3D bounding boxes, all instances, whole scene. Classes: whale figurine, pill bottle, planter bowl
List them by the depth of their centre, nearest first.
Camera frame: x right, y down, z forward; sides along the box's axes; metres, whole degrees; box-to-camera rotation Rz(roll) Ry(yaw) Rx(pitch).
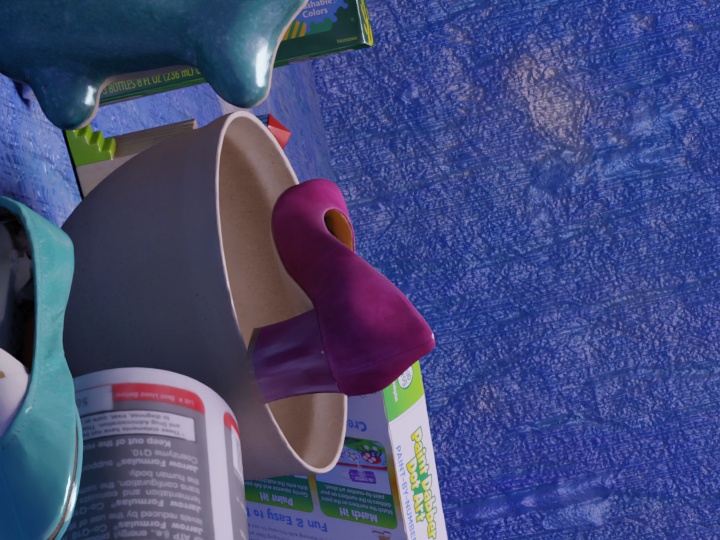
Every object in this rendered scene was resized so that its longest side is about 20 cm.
[{"bbox_3d":[-0.106,0.156,1.066,0.114,0.114,0.200,72,8,-52],"label":"pill bottle"},{"bbox_3d":[-0.128,-0.149,1.152,0.159,0.200,0.104,-65,154,-3],"label":"whale figurine"},{"bbox_3d":[-0.102,0.026,1.239,0.200,0.135,0.201,-14,90,-77],"label":"planter bowl"}]

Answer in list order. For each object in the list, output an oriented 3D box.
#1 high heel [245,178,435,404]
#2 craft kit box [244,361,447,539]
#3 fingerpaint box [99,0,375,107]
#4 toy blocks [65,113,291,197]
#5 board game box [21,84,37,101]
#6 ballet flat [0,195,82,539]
[{"bbox_3d":[0.000,0.000,1.188,0.200,0.096,0.067,-73,147,-64],"label":"high heel"},{"bbox_3d":[-0.042,0.125,1.404,0.048,0.200,0.198,-30,119,-48],"label":"craft kit box"},{"bbox_3d":[-0.106,-0.202,1.433,0.073,0.200,0.167,-34,113,-84],"label":"fingerpaint box"},{"bbox_3d":[-0.097,-0.020,1.473,0.100,0.137,0.200,-90,168,-68],"label":"toy blocks"},{"bbox_3d":[-0.136,-0.201,1.292,0.200,0.034,0.135,-39,-129,43],"label":"board game box"},{"bbox_3d":[-0.167,0.041,1.024,0.070,0.067,0.200,43,26,-36],"label":"ballet flat"}]
